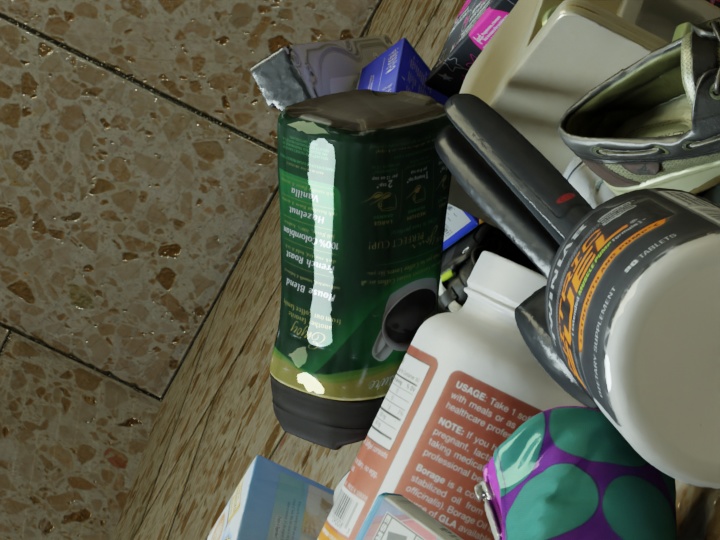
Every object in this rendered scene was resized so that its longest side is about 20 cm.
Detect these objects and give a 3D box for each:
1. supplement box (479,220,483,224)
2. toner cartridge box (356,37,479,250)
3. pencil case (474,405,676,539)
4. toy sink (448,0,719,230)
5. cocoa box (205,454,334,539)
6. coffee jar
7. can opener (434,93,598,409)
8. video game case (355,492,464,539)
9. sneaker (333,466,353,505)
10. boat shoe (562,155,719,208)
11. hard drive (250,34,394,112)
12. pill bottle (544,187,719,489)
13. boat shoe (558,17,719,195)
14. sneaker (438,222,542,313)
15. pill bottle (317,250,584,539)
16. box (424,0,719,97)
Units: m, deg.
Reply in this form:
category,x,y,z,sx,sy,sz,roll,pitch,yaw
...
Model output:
category,x,y,z,sx,sy,sz,roll,pitch,yaw
supplement box,0.076,0.017,1.442,0.200,0.068,0.067,-44,24,62
toner cartridge box,0.038,-0.087,1.350,0.043,0.095,0.200,-34,14,15
pencil case,0.088,0.151,0.844,0.200,0.092,0.086,-78,-7,-55
toy sink,0.144,-0.107,1.157,0.200,0.130,0.112,-54,12,55
cocoa box,-0.050,0.246,1.310,0.132,0.133,0.200,-60,9,27
coffee jar,0.000,0.000,1.165,0.104,0.085,0.201,-17,-64,-47
can opener,0.102,-0.020,1.053,0.200,0.078,0.064,58,141,25
video game case,0.049,0.195,0.741,0.018,0.200,0.144,15,-76,-55
sneaker,0.048,0.139,1.223,0.203,0.077,0.147,-55,16,30
boat shoe,0.154,-0.040,1.076,0.067,0.073,0.200,-66,8,-30
hard drive,0.005,-0.101,1.444,0.038,0.140,0.200,-28,-4,23
pill bottle,0.140,0.021,0.875,0.107,0.106,0.200,-64,8,6
boat shoe,0.176,-0.087,0.946,0.200,0.066,0.072,-27,50,47
sneaker,0.061,0.009,1.273,0.200,0.072,0.083,-39,-15,-8
pill bottle,0.063,0.097,1.117,0.201,0.112,0.112,-64,8,0
box,0.148,-0.169,1.311,0.115,0.132,0.200,-63,7,-19
